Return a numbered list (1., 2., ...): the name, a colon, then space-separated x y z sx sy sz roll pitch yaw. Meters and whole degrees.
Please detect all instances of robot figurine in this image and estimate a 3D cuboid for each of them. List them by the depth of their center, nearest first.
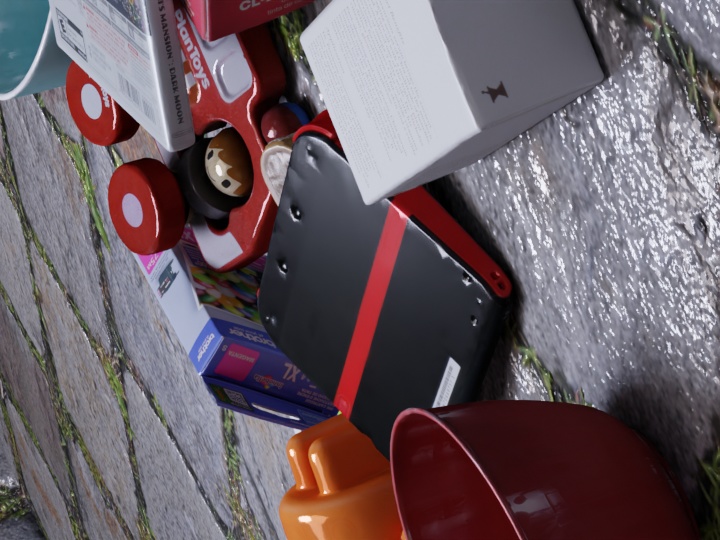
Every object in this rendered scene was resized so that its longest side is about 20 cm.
1. robot figurine: 0.016 0.194 1.451 0.143 0.117 0.202 -15 99 28

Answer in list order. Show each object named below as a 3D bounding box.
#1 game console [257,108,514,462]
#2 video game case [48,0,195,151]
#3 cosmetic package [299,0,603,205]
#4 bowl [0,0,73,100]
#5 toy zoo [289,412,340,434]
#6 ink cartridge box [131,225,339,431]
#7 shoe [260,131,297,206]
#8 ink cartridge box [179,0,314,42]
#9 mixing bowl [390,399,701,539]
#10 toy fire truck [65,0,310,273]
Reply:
1. game console: 0.011 0.018 1.309 0.177 0.031 0.201 43 143 23
2. video game case: -0.164 -0.194 1.385 0.200 0.023 0.183 43 147 52
3. cosmetic package: 0.039 -0.106 1.087 0.102 0.071 0.200 68 163 2
4. bowl: -0.209 -0.222 1.597 0.200 0.104 0.203 -7 83 61
5. toy zoo: -0.021 0.117 1.632 0.200 0.020 0.132 33 141 62
6. ink cartridge box: -0.079 0.040 1.539 0.042 0.119 0.200 -56 36 19
7. shoe: 0.000 0.000 1.392 0.070 0.053 0.202 -8 109 43
8. ink cartridge box: -0.086 -0.259 1.272 0.146 0.082 0.201 59 161 29
9. mixing bowl: 0.107 0.146 1.121 0.201 0.108 0.201 58 160 34
10. toy fire truck: -0.103 -0.107 1.495 0.168 0.111 0.202 -32 78 52
